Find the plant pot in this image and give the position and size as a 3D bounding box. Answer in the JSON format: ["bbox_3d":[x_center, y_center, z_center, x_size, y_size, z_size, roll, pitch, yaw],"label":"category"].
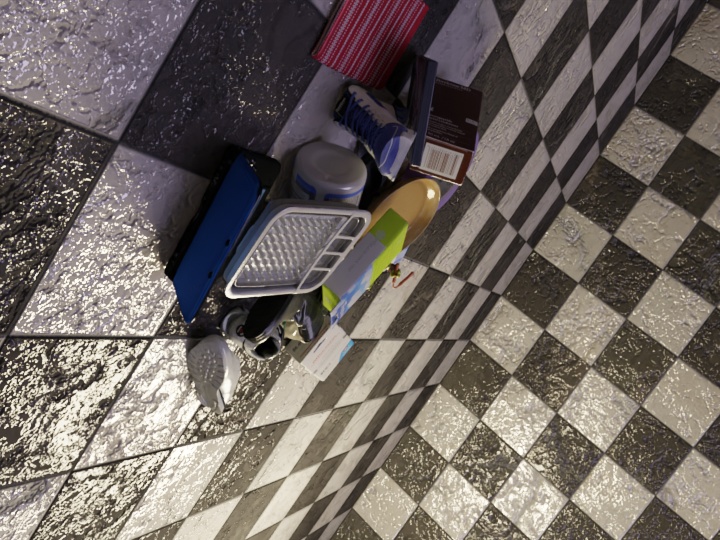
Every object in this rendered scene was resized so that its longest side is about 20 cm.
[{"bbox_3d":[0.064,-0.096,1.201,0.197,0.028,0.202,-32,151,-19],"label":"plant pot"}]

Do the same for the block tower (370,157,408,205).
[{"bbox_3d":[0.038,-0.159,1.201,0.057,0.054,0.203,-32,151,-43],"label":"block tower"}]

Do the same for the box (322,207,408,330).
[{"bbox_3d":[0.000,0.000,1.109,0.201,0.047,0.122,-48,169,-16],"label":"box"}]

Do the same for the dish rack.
[{"bbox_3d":[-0.091,-0.037,0.899,0.197,0.044,0.172,-4,141,-52],"label":"dish rack"}]

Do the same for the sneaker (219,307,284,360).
[{"bbox_3d":[-0.173,0.128,1.162,0.075,0.088,0.200,-53,161,2],"label":"sneaker"}]

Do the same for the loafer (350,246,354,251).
[{"bbox_3d":[-0.047,-0.042,1.184,0.203,0.073,0.069,91,18,-49],"label":"loafer"}]

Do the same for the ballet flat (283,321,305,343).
[{"bbox_3d":[-0.104,0.068,1.239,0.069,0.069,0.203,-35,153,-36],"label":"ballet flat"}]

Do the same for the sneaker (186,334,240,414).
[{"bbox_3d":[-0.242,0.161,1.107,0.081,0.075,0.202,-50,166,-37],"label":"sneaker"}]

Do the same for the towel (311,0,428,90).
[{"bbox_3d":[0.017,-0.340,0.917,0.147,0.022,0.198,-58,157,18],"label":"towel"}]

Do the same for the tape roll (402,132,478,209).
[{"bbox_3d":[0.144,-0.215,1.296,0.200,0.084,0.202,-44,158,-23],"label":"tape roll"}]

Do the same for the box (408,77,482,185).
[{"bbox_3d":[0.151,-0.245,1.125,0.203,0.097,0.076,-74,180,-47],"label":"box"}]

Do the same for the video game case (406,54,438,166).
[{"bbox_3d":[0.088,-0.253,1.004,0.201,0.018,0.147,-90,-172,-70],"label":"video game case"}]

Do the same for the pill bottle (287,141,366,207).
[{"bbox_3d":[-0.065,-0.084,1.016,0.113,0.113,0.203,-31,151,-42],"label":"pill bottle"}]

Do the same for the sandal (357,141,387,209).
[{"bbox_3d":[0.016,-0.159,1.112,0.048,0.073,0.204,-102,-147,-56],"label":"sandal"}]

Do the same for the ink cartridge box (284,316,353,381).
[{"bbox_3d":[-0.090,0.158,1.407,0.116,0.066,0.201,-49,159,-8],"label":"ink cartridge box"}]

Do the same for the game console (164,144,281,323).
[{"bbox_3d":[-0.165,-0.045,0.860,0.203,0.118,0.170,-57,158,14],"label":"game console"}]

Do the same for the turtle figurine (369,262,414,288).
[{"bbox_3d":[0.018,-0.012,1.353,0.194,0.066,0.163,-13,143,-7],"label":"turtle figurine"}]

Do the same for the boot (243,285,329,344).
[{"bbox_3d":[-0.110,0.078,1.111,0.202,0.066,0.133,-58,134,-38],"label":"boot"}]

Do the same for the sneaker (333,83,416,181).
[{"bbox_3d":[0.013,-0.209,0.957,0.201,0.112,0.082,-92,-153,-61],"label":"sneaker"}]

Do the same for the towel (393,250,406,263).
[{"bbox_3d":[0.061,-0.045,1.470,0.198,0.024,0.149,-29,149,-48],"label":"towel"}]
